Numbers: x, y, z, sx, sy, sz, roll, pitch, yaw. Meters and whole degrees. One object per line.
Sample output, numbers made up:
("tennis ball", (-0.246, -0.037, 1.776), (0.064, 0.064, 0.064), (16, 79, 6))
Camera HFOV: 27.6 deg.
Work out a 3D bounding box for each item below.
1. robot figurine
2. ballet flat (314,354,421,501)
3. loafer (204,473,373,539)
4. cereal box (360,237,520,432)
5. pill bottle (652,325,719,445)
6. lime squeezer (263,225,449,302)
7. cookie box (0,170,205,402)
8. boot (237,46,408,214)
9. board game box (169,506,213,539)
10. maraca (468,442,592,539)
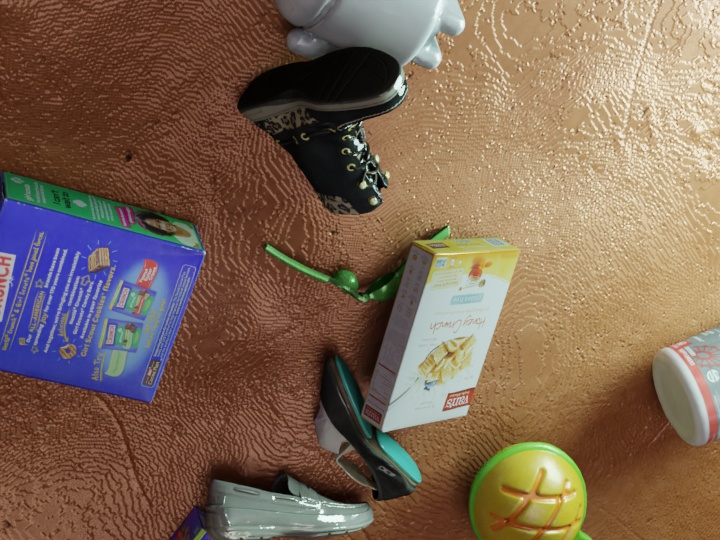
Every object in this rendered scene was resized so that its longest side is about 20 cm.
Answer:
("robot figurine", (-0.001, -0.259, 1.350), (0.199, 0.113, 0.170), (23, 117, -25))
("ballet flat", (-0.006, 0.179, 1.568), (0.068, 0.068, 0.201), (-27, 119, 10))
("loafer", (-0.074, 0.253, 1.574), (0.198, 0.070, 0.071), (5, 76, -34))
("cereal box", (0.084, 0.065, 1.528), (0.143, 0.039, 0.202), (-5, 117, -47))
("pill bottle", (0.441, 0.110, 1.651), (0.198, 0.116, 0.117), (-21, 117, -9))
("lime squeezer", (0.000, 0.000, 1.506), (0.198, 0.038, 0.071), (-6, 114, -15))
("cookie box", (-0.272, 0.018, 1.404), (0.198, 0.075, 0.172), (15, 107, -23))
("boot", (-0.005, -0.127, 1.376), (0.154, 0.202, 0.074), (51, 56, -32))
("board game box", (-0.184, 0.374, 1.604), (0.134, 0.045, 0.201), (33, 100, -27))
("maraca", (0.194, 0.279, 1.649), (0.136, 0.107, 0.201), (-21, 118, 0))
